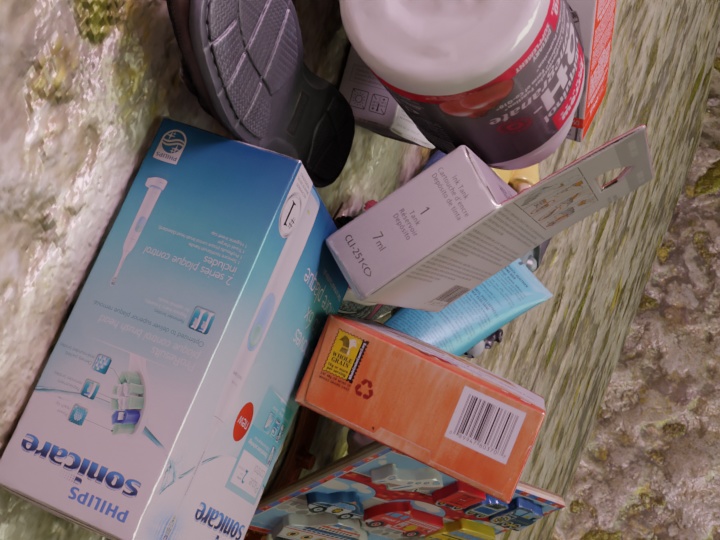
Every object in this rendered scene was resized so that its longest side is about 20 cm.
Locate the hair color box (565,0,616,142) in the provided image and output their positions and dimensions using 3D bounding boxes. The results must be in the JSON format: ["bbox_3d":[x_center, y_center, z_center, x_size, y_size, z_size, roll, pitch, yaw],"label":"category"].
[{"bbox_3d":[0.115,-0.193,0.803,0.202,0.109,0.064,86,28,-45],"label":"hair color box"}]

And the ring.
[{"bbox_3d":[-0.064,0.123,0.865,0.200,0.019,0.204,17,89,-72],"label":"ring"}]

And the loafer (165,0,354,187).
[{"bbox_3d":[-0.062,-0.101,0.624,0.073,0.062,0.200,-66,157,-11],"label":"loafer"}]

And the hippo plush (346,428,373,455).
[{"bbox_3d":[0.014,0.185,0.991,0.158,0.201,0.161,4,130,-54],"label":"hippo plush"}]

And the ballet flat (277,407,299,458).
[{"bbox_3d":[-0.091,0.129,0.720,0.076,0.063,0.202,53,55,-48],"label":"ballet flat"}]

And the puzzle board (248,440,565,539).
[{"bbox_3d":[0.029,0.171,0.826,0.199,0.150,0.018,26,44,-42],"label":"puzzle board"}]

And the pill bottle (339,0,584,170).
[{"bbox_3d":[0.068,-0.124,0.671,0.112,0.109,0.200,-71,159,-5],"label":"pill bottle"}]

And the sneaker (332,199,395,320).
[{"bbox_3d":[0.000,0.000,0.873,0.075,0.081,0.200,-47,168,18],"label":"sneaker"}]

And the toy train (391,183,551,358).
[{"bbox_3d":[0.100,-0.009,1.068,0.086,0.112,0.201,84,29,-48],"label":"toy train"}]

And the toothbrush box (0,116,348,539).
[{"bbox_3d":[-0.088,0.048,0.630,0.202,0.084,0.147,-66,161,-15],"label":"toothbrush box"}]

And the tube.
[{"bbox_3d":[0.064,0.042,0.944,0.199,0.078,0.050,-35,172,-26],"label":"tube"}]

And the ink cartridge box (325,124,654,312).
[{"bbox_3d":[0.087,-0.039,0.707,0.175,0.045,0.200,-33,169,11],"label":"ink cartridge box"}]

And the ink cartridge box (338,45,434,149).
[{"bbox_3d":[0.044,-0.196,0.848,0.109,0.050,0.203,5,101,-70],"label":"ink cartridge box"}]

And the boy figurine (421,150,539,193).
[{"bbox_3d":[0.120,-0.108,1.049,0.200,0.125,0.064,-48,-167,-32],"label":"boy figurine"}]

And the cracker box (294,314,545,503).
[{"bbox_3d":[0.045,0.080,0.741,0.200,0.132,0.058,28,86,-81],"label":"cracker box"}]
